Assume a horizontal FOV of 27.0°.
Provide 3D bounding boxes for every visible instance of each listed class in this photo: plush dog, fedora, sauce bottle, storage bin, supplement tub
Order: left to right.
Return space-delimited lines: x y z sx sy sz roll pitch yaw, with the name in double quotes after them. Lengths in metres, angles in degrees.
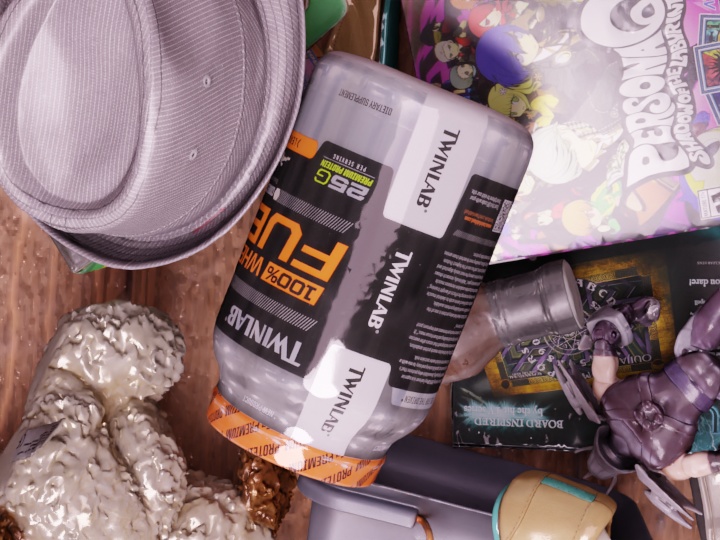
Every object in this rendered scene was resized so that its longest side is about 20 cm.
-0.121 -0.098 0.729 0.175 0.090 0.202 21 102 13 "fedora"
-0.124 0.144 0.830 0.171 0.161 0.201 27 113 -21 "plush dog"
0.000 0.000 0.771 0.122 0.123 0.202 21 95 1 "supplement tub"
0.028 0.040 0.859 0.198 0.065 0.065 -14 88 16 "sauce bottle"
0.050 0.182 0.849 0.198 0.146 0.136 13 98 1 "storage bin"

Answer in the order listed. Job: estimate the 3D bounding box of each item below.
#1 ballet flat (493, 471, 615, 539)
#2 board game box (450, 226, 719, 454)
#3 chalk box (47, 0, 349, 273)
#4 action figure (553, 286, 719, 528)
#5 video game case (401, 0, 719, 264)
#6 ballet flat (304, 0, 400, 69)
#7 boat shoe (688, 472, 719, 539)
0.113 0.192 0.746 0.063 0.069 0.202 3 123 33 "ballet flat"
0.151 0.039 0.872 0.198 0.028 0.137 1 86 16 "board game box"
-0.094 -0.109 0.832 0.199 0.124 0.125 -35 87 18 "chalk box"
0.190 0.051 0.812 0.130 0.069 0.200 45 112 8 "action figure"
0.120 -0.112 0.820 0.179 0.036 0.202 -9 104 12 "video game case"
0.000 -0.181 0.893 0.062 0.069 0.202 9 87 14 "ballet flat"
0.222 0.100 0.892 0.066 0.057 0.202 -7 83 16 "boat shoe"
